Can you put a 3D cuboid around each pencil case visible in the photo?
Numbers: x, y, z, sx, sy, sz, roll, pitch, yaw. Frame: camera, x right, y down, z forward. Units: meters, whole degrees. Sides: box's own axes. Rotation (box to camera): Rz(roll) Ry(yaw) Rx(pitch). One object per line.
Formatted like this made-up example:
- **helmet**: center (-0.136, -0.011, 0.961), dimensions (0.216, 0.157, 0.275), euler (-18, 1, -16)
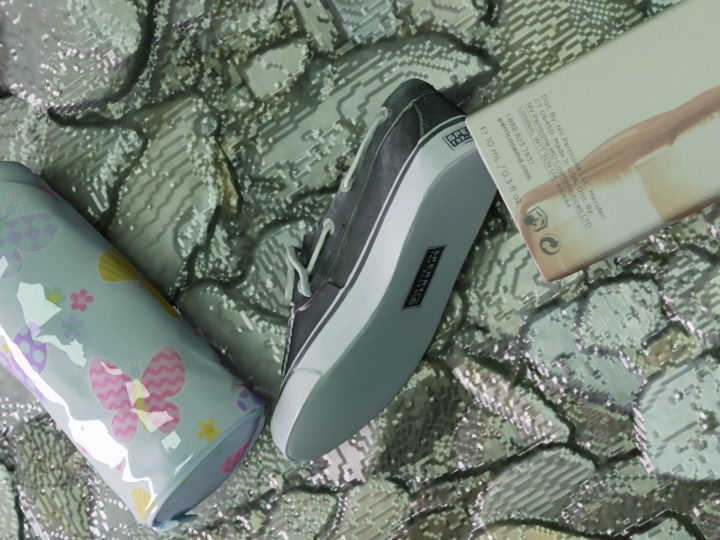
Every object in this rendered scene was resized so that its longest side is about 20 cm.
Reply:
- **pencil case**: center (-0.139, 0.037, 1.398), dimensions (0.200, 0.083, 0.091), euler (43, 95, 12)

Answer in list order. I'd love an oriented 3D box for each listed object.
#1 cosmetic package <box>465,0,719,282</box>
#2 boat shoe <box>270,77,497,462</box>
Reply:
- **cosmetic package**: center (0.161, -0.079, 1.262), dimensions (0.200, 0.103, 0.087), euler (-28, 86, 23)
- **boat shoe**: center (-0.002, 0.000, 1.344), dimensions (0.068, 0.073, 0.200), euler (45, 127, 31)
